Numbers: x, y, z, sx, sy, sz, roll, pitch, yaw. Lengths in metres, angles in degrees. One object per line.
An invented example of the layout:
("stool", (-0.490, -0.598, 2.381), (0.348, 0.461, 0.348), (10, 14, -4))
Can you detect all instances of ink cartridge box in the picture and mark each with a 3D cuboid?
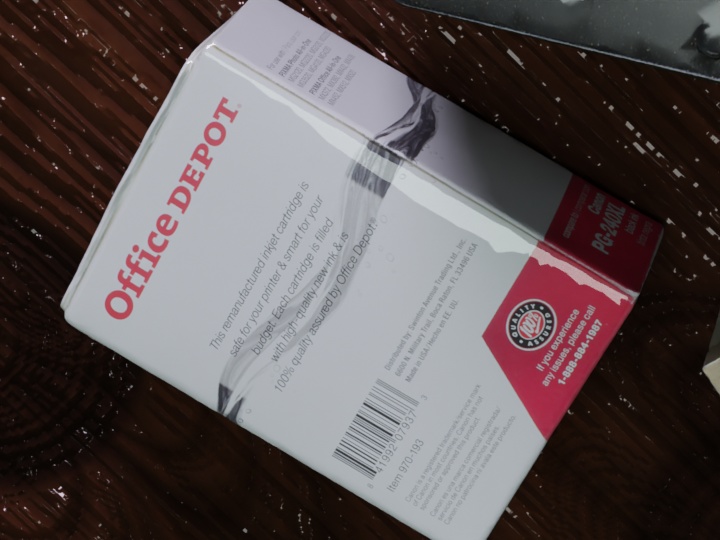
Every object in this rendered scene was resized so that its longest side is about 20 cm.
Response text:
("ink cartridge box", (0.000, 0.000, 1.204), (0.199, 0.083, 0.146), (31, 118, 0))

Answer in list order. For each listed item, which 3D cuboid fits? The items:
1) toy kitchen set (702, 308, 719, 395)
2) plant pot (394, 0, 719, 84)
("toy kitchen set", (0.256, 0.056, 1.116), (0.200, 0.163, 0.181), (-31, 103, 25))
("plant pot", (0.098, -0.171, 1.050), (0.199, 0.178, 0.200), (15, 116, 9))
